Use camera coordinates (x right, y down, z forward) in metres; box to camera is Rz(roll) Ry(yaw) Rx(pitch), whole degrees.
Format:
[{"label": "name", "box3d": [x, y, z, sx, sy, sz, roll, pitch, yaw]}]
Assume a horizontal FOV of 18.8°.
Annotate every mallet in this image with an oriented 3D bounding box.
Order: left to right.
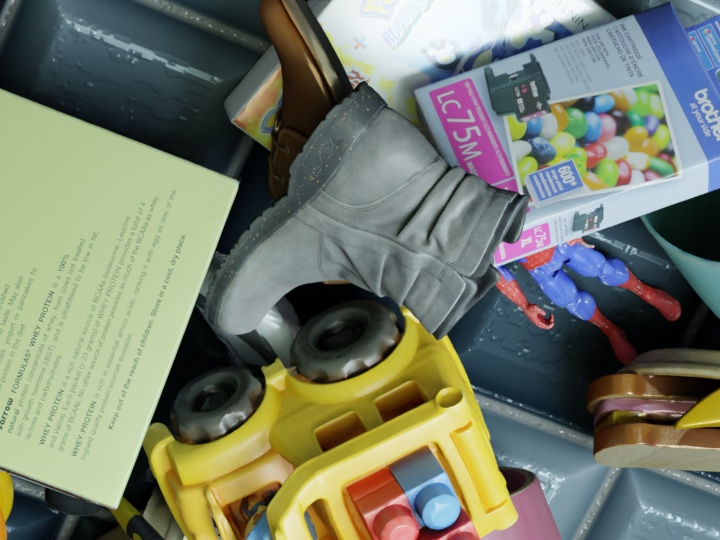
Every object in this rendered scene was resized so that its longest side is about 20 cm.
[{"label": "mallet", "box3d": [-0.144, 0.162, 1.344, 0.041, 0.200, 0.066, 2, 120, -33]}]

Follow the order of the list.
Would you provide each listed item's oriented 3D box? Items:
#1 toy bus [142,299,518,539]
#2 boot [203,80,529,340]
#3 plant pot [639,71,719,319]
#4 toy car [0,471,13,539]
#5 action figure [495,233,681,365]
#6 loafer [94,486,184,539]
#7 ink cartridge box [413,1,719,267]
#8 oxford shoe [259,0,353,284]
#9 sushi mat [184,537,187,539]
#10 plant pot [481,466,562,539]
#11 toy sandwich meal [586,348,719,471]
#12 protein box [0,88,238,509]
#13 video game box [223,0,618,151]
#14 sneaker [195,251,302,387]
[{"label": "toy bus", "box3d": [-0.009, 0.133, 1.280, 0.200, 0.192, 0.136, -26, 122, -2]}, {"label": "boot", "box3d": [0.000, 0.000, 1.247, 0.132, 0.070, 0.200, 38, 131, 2]}, {"label": "plant pot", "box3d": [0.289, -0.032, 1.346, 0.201, 0.201, 0.161, -32, 132, 4]}, {"label": "toy car", "box3d": [-0.313, 0.153, 1.331, 0.200, 0.150, 0.175, 1, 112, -10]}, {"label": "action figure", "box3d": [0.133, 0.007, 1.352, 0.200, 0.099, 0.065, 34, 103, -36]}, {"label": "loafer", "box3d": [-0.183, 0.214, 1.416, 0.067, 0.076, 0.200, 37, 100, -7]}, {"label": "ink cartridge box", "box3d": [0.144, -0.086, 1.287, 0.200, 0.119, 0.042, -18, 148, -5]}, {"label": "oxford shoe", "box3d": [-0.028, -0.076, 1.288, 0.071, 0.071, 0.200, -18, 114, 4]}, {"label": "sushi mat", "box3d": [-0.128, 0.240, 1.473, 0.096, 0.012, 0.200, 40, 100, -22]}, {"label": "plant pot", "box3d": [0.067, 0.230, 1.417, 0.200, 0.200, 0.179, -11, 97, -6]}, {"label": "toy sandwich meal", "box3d": [0.244, 0.101, 1.393, 0.205, 0.205, 0.070, 15, 79, -15]}, {"label": "protein box", "box3d": [-0.203, 0.010, 1.251, 0.200, 0.135, 0.199, 21, 82, -8]}, {"label": "video game box", "box3d": [0.048, -0.120, 1.344, 0.182, 0.047, 0.200, 37, 101, -19]}, {"label": "sneaker", "box3d": [-0.067, 0.083, 1.386, 0.114, 0.075, 0.200, -43, 115, 5]}]
